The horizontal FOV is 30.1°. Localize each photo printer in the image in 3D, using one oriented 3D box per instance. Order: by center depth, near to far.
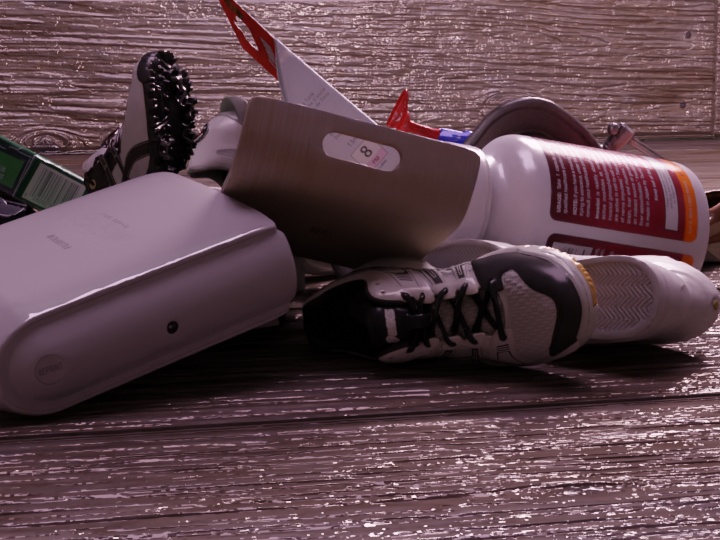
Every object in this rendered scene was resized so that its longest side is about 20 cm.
[{"bbox_3d":[-0.162,0.011,0.792,0.199,0.070,0.166,-23,28,-28],"label":"photo printer"}]

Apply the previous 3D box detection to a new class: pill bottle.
[{"bbox_3d":[0.144,-0.038,0.980,0.199,0.114,0.113,8,5,-21],"label":"pill bottle"}]

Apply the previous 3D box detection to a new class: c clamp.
[{"bbox_3d":[0.132,-0.051,1.051,0.171,0.200,0.027,34,20,-35],"label":"c clamp"}]

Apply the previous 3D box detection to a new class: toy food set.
[{"bbox_3d":[-0.020,-0.053,0.871,0.143,0.061,0.200,13,-15,-10],"label":"toy food set"}]

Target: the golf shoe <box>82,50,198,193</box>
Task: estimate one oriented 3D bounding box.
[{"bbox_3d":[-0.174,-0.082,1.020,0.094,0.201,0.078,15,43,10],"label":"golf shoe"}]

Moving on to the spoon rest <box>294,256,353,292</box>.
[{"bbox_3d":[0.000,0.000,1.024,0.099,0.061,0.199,-9,11,-41],"label":"spoon rest"}]

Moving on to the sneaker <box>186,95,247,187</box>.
[{"bbox_3d":[-0.059,-0.048,1.117,0.200,0.089,0.074,37,-22,-9],"label":"sneaker"}]

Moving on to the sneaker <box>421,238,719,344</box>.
[{"bbox_3d":[0.136,0.021,0.891,0.199,0.074,0.115,6,0,41],"label":"sneaker"}]

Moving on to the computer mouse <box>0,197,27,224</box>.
[{"bbox_3d":[-0.233,-0.048,0.959,0.199,0.034,0.059,-10,8,-2],"label":"computer mouse"}]

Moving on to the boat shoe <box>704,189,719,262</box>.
[{"bbox_3d":[0.279,-0.039,1.214,0.075,0.072,0.200,7,11,40],"label":"boat shoe"}]

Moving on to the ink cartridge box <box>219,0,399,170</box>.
[{"bbox_3d":[-0.043,-0.115,1.013,0.200,0.057,0.163,38,-5,9],"label":"ink cartridge box"}]

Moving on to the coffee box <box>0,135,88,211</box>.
[{"bbox_3d":[-0.257,-0.064,1.178,0.123,0.044,0.200,25,-3,36],"label":"coffee box"}]

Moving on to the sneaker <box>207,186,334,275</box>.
[{"bbox_3d":[-0.091,-0.032,1.188,0.199,0.075,0.100,7,-19,-28],"label":"sneaker"}]

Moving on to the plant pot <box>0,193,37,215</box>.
[{"bbox_3d":[-0.375,-0.042,1.223,0.200,0.093,0.201,-1,9,0],"label":"plant pot"}]

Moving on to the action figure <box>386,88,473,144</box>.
[{"bbox_3d":[0.120,-0.088,1.090,0.199,0.052,0.066,23,25,-15],"label":"action figure"}]

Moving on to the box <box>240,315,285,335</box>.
[{"bbox_3d":[-0.123,0.018,0.949,0.142,0.036,0.200,-9,10,0],"label":"box"}]

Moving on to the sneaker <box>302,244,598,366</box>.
[{"bbox_3d":[0.048,0.031,0.814,0.199,0.076,0.087,-6,9,44],"label":"sneaker"}]
